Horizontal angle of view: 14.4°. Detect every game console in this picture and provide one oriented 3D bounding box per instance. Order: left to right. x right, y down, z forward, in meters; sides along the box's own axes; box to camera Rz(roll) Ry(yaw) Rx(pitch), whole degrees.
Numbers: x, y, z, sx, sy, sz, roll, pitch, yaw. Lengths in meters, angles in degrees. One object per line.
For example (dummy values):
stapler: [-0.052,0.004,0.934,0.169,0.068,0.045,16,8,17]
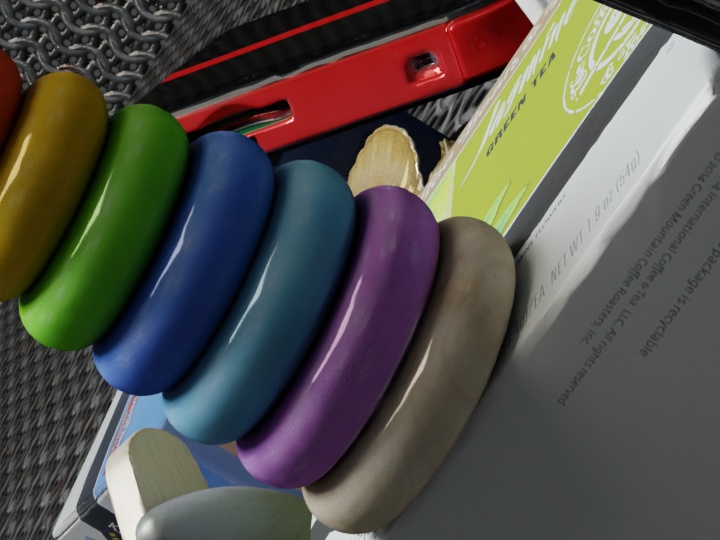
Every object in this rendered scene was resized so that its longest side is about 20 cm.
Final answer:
game console: [0.003,-0.090,1.143,0.199,0.031,0.177,-17,14,24]

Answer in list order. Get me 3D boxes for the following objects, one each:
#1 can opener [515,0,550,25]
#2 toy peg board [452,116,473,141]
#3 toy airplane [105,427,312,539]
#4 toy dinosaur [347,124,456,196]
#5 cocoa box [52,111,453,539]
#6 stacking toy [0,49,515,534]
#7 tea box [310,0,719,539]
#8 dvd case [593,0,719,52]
can opener: [0.097,-0.070,0.948,0.053,0.066,0.200,-39,47,8]
toy peg board: [0.075,-0.040,1.082,0.200,0.098,0.200,-66,12,-24]
toy airplane: [-0.014,0.146,0.795,0.141,0.200,0.199,-30,10,7]
toy dinosaur: [0.000,0.000,1.010,0.200,0.058,0.102,-8,78,59]
cocoa box: [-0.020,0.042,1.209,0.131,0.133,0.201,-43,21,56]
stacking toy: [-0.065,-0.015,0.691,0.086,0.199,0.085,-57,13,21]
tea box: [0.090,0.016,0.776,0.200,0.133,0.197,-56,11,25]
dvd case: [0.118,-0.077,0.710,0.149,0.199,0.016,-82,16,-63]
